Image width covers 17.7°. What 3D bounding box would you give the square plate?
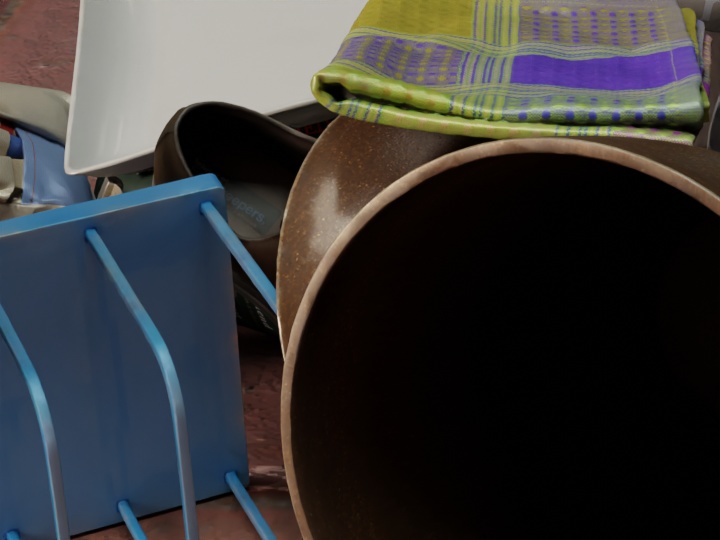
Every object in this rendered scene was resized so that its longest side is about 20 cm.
[{"bbox_3d":[-0.032,-0.118,1.042,0.199,0.029,0.199,-15,38,8],"label":"square plate"}]

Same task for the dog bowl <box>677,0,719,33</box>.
[{"bbox_3d":[0.190,-0.154,1.026,0.199,0.059,0.200,1,23,0],"label":"dog bowl"}]

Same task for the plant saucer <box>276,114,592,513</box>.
[{"bbox_3d":[0.055,0.023,0.845,0.037,0.201,0.200,-20,11,43],"label":"plant saucer"}]

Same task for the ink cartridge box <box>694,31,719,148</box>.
[{"bbox_3d":[0.076,-0.109,1.130,0.199,0.084,0.145,20,39,41],"label":"ink cartridge box"}]

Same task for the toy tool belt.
[{"bbox_3d":[-0.187,-0.029,1.042,0.122,0.125,0.200,17,17,-20],"label":"toy tool belt"}]

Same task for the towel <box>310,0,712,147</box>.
[{"bbox_3d":[0.060,-0.080,0.864,0.143,0.023,0.200,6,17,7],"label":"towel"}]

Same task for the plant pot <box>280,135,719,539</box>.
[{"bbox_3d":[0.104,0.035,0.753,0.186,0.188,0.200,11,17,27],"label":"plant pot"}]

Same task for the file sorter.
[{"bbox_3d":[-0.123,0.071,0.841,0.199,0.140,0.123,-13,31,-17],"label":"file sorter"}]

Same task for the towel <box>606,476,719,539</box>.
[{"bbox_3d":[0.135,0.143,0.761,0.171,0.048,0.200,24,38,38],"label":"towel"}]

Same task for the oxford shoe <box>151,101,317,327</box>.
[{"bbox_3d":[0.000,0.000,0.907,0.199,0.085,0.073,29,68,9],"label":"oxford shoe"}]

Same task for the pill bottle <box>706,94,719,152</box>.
[{"bbox_3d":[0.230,-0.020,0.837,0.106,0.107,0.200,-24,49,-34],"label":"pill bottle"}]

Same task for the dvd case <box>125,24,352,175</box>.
[{"bbox_3d":[-0.008,-0.111,1.064,0.199,0.022,0.146,-10,39,16],"label":"dvd case"}]

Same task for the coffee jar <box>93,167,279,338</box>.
[{"bbox_3d":[-0.020,-0.014,1.043,0.199,0.086,0.104,20,44,39],"label":"coffee jar"}]
